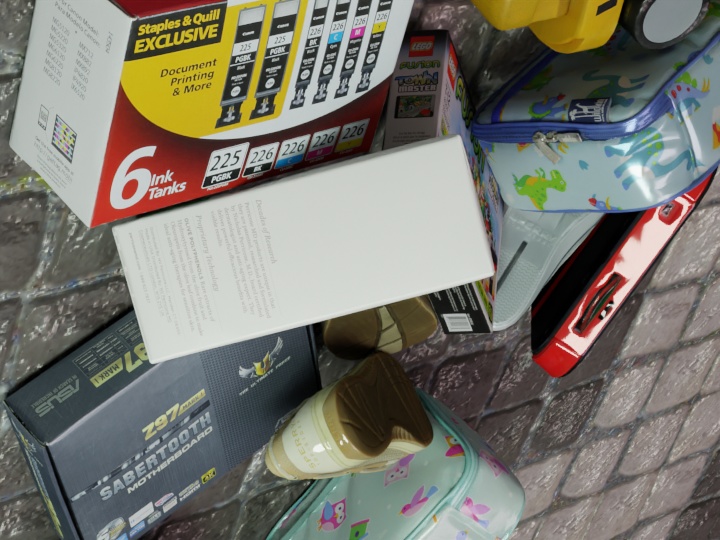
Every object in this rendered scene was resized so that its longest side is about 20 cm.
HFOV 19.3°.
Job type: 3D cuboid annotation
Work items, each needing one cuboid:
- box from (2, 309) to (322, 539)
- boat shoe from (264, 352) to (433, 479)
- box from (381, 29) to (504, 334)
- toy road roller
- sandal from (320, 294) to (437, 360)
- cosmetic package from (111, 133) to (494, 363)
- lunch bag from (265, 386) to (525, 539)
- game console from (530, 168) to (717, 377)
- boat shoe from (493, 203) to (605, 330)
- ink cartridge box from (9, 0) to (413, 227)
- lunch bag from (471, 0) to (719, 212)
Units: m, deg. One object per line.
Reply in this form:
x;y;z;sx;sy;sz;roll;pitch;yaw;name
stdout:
-0.119;0.083;1.348;0.200;0.051;0.158;-36;147;-20;box
-0.005;0.104;1.418;0.063;0.073;0.201;-27;178;16;boat shoe
0.055;-0.053;1.365;0.200;0.035;0.110;64;29;-58;box
0.131;-0.220;1.254;0.146;0.123;0.200;-15;139;-25;toy road roller
0.000;0.000;1.396;0.080;0.054;0.200;-12;148;11;sandal
-0.029;-0.013;1.204;0.199;0.085;0.108;-16;-177;1;cosmetic package
0.013;0.189;1.535;0.077;0.160;0.200;38;96;-33;lunch bag
0.185;-0.029;1.512;0.200;0.031;0.177;-55;-173;20;game console
0.133;-0.047;1.513;0.200;0.074;0.067;-51;178;2;boat shoe
-0.072;-0.135;1.130;0.200;0.084;0.176;-18;138;-38;ink cartridge box
0.177;-0.116;1.364;0.200;0.161;0.083;-41;118;-32;lunch bag
